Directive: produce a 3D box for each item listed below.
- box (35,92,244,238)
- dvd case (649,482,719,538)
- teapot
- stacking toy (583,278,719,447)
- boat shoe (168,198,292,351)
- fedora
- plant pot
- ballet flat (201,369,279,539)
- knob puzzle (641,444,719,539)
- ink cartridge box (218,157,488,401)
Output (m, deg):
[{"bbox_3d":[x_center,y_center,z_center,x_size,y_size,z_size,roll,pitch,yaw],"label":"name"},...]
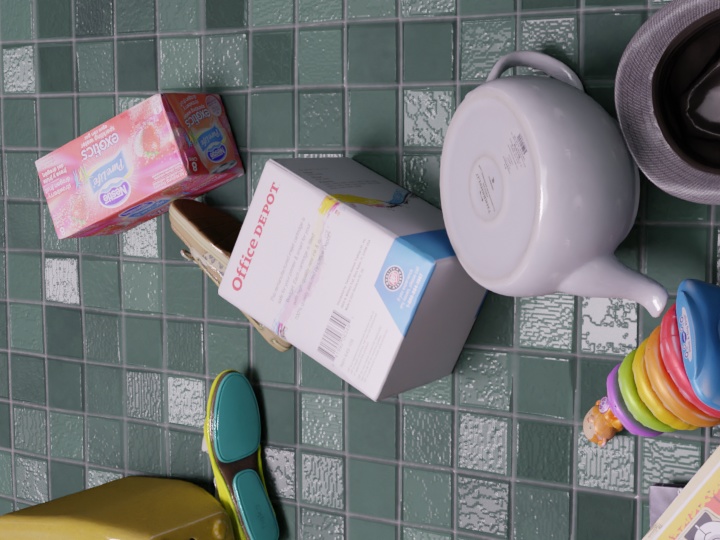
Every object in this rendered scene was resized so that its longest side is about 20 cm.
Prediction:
[{"bbox_3d":[-0.239,-0.111,1.369,0.200,0.103,0.095,-22,83,31],"label":"box"},{"bbox_3d":[0.324,0.286,1.092,0.148,0.016,0.200,0,96,24],"label":"dvd case"},{"bbox_3d":[0.166,-0.076,1.077,0.197,0.146,0.200,-150,58,-60],"label":"teapot"},{"bbox_3d":[0.255,0.101,1.087,0.200,0.110,0.116,-40,41,48],"label":"stacking toy"},{"bbox_3d":[-0.134,0.002,1.331,0.200,0.073,0.063,43,118,19],"label":"boat shoe"},{"bbox_3d":[0.313,-0.144,1.020,0.200,0.090,0.177,-25,83,24],"label":"fedora"},{"bbox_3d":[-0.233,0.326,1.340,0.200,0.195,0.195,-13,88,41],"label":"plant pot"},{"bbox_3d":[-0.139,0.207,1.366,0.067,0.067,0.200,-12,90,51],"label":"ballet flat"},{"bbox_3d":[0.349,0.239,1.044,0.219,0.030,0.220,-1,87,25],"label":"knob puzzle"},{"bbox_3d":[0.000,0.000,1.202,0.200,0.146,0.147,32,112,25],"label":"ink cartridge box"}]
